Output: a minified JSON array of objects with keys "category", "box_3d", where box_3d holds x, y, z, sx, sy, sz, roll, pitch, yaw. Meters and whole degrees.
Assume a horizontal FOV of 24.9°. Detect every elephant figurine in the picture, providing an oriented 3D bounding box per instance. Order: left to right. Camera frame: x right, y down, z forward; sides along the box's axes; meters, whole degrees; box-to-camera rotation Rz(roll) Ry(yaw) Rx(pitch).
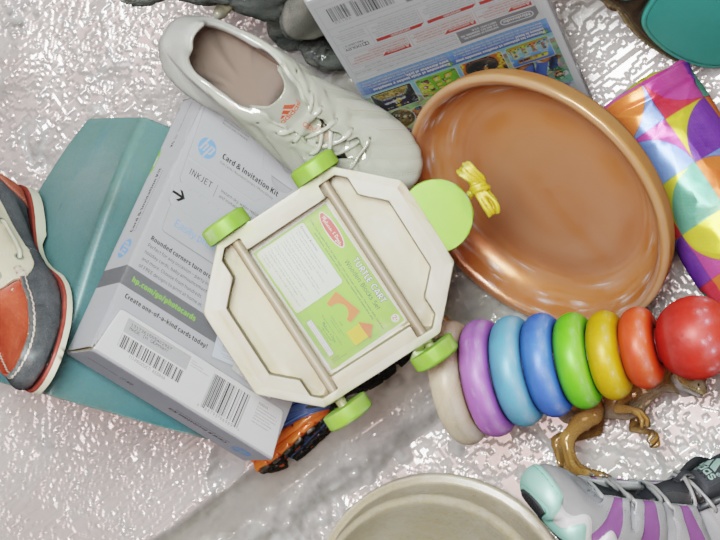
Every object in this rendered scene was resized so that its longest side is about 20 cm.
[{"category":"elephant figurine","box_3d":[-0.043,-0.208,1.103,0.141,0.200,0.156,32,98,14]}]

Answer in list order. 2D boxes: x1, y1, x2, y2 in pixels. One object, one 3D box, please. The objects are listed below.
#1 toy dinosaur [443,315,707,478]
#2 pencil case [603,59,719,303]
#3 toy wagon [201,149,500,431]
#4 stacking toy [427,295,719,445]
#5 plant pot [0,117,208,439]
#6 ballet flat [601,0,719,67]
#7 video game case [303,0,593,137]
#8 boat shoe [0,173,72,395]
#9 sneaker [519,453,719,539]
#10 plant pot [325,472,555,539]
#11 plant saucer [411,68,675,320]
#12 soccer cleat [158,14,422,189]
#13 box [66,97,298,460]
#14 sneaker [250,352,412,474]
[{"category":"toy dinosaur","box_3d":[0.150,0.091,1.140,0.199,0.060,0.107,2,80,28]},{"category":"pencil case","box_3d":[0.236,-0.040,1.090,0.088,0.088,0.201,-32,82,14]},{"category":"toy wagon","box_3d":[0.000,0.000,1.054,0.199,0.040,0.156,-33,93,0]},{"category":"stacking toy","box_3d":[0.149,0.056,1.075,0.199,0.085,0.086,-13,87,19]},{"category":"plant pot","box_3d":[-0.163,0.000,1.155,0.141,0.141,0.201,6,78,54]},{"category":"ballet flat","box_3d":[0.182,-0.197,1.072,0.071,0.200,0.065,-47,43,20]},{"category":"video game case","box_3d":[0.065,-0.142,1.089,0.142,0.200,0.018,-17,51,15]},{"category":"boat shoe","box_3d":[-0.240,0.003,1.083,0.071,0.062,0.200,-47,40,22]},{"category":"sneaker","box_3d":[0.205,0.147,1.079,0.200,0.078,0.140,39,92,-31]},{"category":"plant pot","box_3d":[0.035,0.249,1.099,0.199,0.183,0.202,0,91,16]},{"category":"plant saucer","box_3d":[0.124,-0.051,1.095,0.199,0.037,0.201,25,139,24]},{"category":"soccer cleat","box_3d":[-0.042,-0.102,1.066,0.199,0.078,0.070,29,85,-17]},{"category":"box","box_3d":[-0.091,0.004,1.104,0.041,0.156,0.201,-9,53,52]},{"category":"sneaker","box_3d":[-0.023,0.058,1.170,0.200,0.075,0.079,-43,77,11]}]
